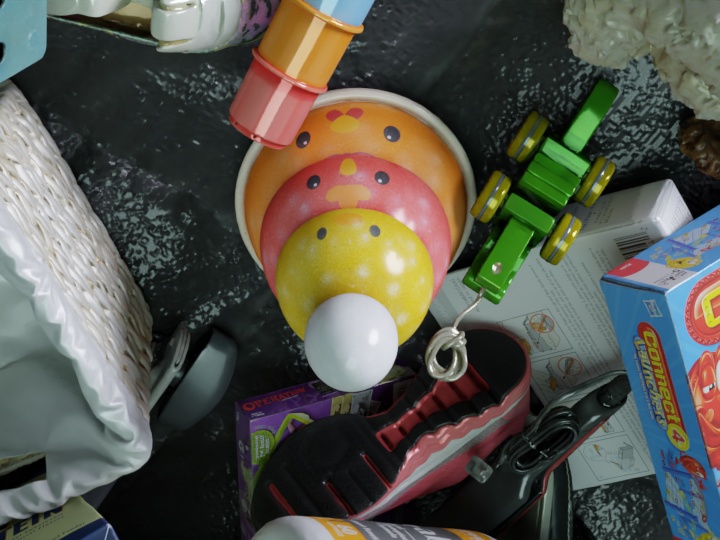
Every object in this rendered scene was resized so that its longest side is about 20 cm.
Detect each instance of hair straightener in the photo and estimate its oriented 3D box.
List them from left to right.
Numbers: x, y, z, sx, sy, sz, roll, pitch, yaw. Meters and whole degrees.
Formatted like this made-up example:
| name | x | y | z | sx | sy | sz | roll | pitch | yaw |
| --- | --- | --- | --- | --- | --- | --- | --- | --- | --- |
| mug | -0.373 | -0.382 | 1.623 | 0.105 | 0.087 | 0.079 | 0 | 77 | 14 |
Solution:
| name | x | y | z | sx | sy | sz | roll | pitch | yaw |
| --- | --- | --- | --- | --- | --- | --- | --- | --- | --- |
| hair straightener | 0.102 | 0.122 | 0.912 | 0.077 | 0.041 | 0.200 | -6 | 150 | -51 |

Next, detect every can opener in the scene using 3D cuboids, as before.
| name | x | y | z | sx | sy | sz | roll | pitch | yaw |
| --- | --- | --- | --- | --- | --- | --- | --- | --- | --- |
| can opener | -0.154 | 0.115 | 0.968 | 0.066 | 0.053 | 0.200 | 32 | 114 | -18 |

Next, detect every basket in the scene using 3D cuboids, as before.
| name | x | y | z | sx | sy | sz | roll | pitch | yaw |
| --- | --- | --- | --- | --- | --- | --- | --- | --- | --- |
| basket | -0.240 | 0.031 | 0.857 | 0.197 | 0.161 | 0.201 | -22 | 117 | 11 |

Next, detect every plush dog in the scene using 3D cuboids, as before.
| name | x | y | z | sx | sy | sz | roll | pitch | yaw |
| --- | --- | --- | --- | --- | --- | --- | --- | --- | --- |
| plush dog | 0.237 | -0.124 | 0.808 | 0.199 | 0.161 | 0.171 | -37 | 140 | 19 |

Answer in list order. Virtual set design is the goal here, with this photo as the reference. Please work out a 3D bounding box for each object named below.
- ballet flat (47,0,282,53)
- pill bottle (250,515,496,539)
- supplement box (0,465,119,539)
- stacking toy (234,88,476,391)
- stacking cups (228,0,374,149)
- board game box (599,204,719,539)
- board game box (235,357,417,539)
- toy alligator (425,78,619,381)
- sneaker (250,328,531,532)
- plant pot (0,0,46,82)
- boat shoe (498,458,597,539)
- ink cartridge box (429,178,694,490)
| name | x | y | z | sx | sy | sz | roll | pitch | yaw |
| --- | --- | --- | --- | --- | --- | --- | --- | --- | --- |
| ballet flat | -0.128 | -0.152 | 0.809 | 0.198 | 0.071 | 0.070 | 9 | 118 | -7 |
| pill bottle | 0.030 | 0.207 | 0.875 | 0.199 | 0.117 | 0.117 | 10 | 121 | -34 |
| supplement box | -0.177 | 0.244 | 0.861 | 0.134 | 0.200 | 0.201 | -29 | 102 | -18 |
| stacking toy | 0.000 | 0.000 | 0.824 | 0.145 | 0.200 | 0.147 | -1 | 120 | -2 |
| stacking cups | -0.010 | -0.157 | 0.798 | 0.060 | 0.061 | 0.201 | 24 | 107 | -14 |
| board game box | 0.253 | 0.052 | 0.872 | 0.199 | 0.056 | 0.197 | -29 | 112 | -23 |
| board game box | -0.021 | 0.161 | 0.986 | 0.119 | 0.032 | 0.202 | -16 | 123 | -27 |
| toy alligator | 0.091 | -0.022 | 0.869 | 0.059 | 0.054 | 0.201 | 31 | 82 | 1 |
| sneaker | 0.028 | 0.122 | 0.932 | 0.199 | 0.074 | 0.087 | -31 | 140 | -7 |
| plant pot | -0.259 | -0.155 | 0.727 | 0.198 | 0.141 | 0.142 | 16 | 120 | 14 |
| boat shoe | 0.133 | 0.200 | 1.014 | 0.065 | 0.075 | 0.201 | -4 | 112 | -13 |
| ink cartridge box | 0.157 | 0.049 | 0.946 | 0.175 | 0.045 | 0.201 | -14 | 122 | 36 |
